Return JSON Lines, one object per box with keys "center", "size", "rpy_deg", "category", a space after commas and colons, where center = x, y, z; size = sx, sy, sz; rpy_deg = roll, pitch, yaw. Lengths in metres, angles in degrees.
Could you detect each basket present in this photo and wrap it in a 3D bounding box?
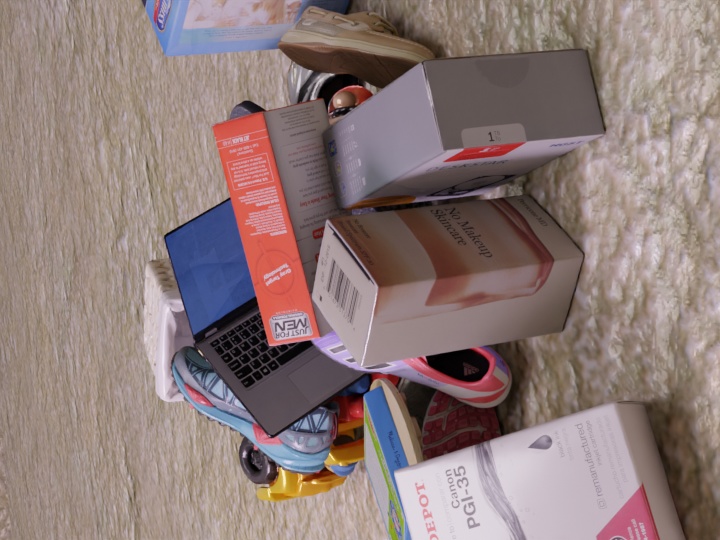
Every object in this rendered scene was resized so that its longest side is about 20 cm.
{"center": [-0.150, 0.059, 1.701], "size": [0.123, 0.200, 0.136], "rpy_deg": [-130, 41, -57], "category": "basket"}

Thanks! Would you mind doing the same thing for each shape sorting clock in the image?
{"center": [0.040, 0.197, 1.340], "size": [0.200, 0.039, 0.200], "rpy_deg": [168, 90, -81], "category": "shape sorting clock"}

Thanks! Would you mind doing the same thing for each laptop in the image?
{"center": [-0.070, 0.024, 1.459], "size": [0.200, 0.187, 0.116], "rpy_deg": [49, 151, 16], "category": "laptop"}

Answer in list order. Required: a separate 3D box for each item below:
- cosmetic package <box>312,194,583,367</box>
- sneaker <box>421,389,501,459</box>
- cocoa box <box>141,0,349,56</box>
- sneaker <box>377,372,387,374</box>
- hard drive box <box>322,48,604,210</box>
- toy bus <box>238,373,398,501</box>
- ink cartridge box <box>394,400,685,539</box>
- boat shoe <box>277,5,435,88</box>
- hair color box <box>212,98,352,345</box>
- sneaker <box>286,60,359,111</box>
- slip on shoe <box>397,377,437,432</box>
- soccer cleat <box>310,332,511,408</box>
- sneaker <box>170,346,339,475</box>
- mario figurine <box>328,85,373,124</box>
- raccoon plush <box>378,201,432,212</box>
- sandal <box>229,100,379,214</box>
{"center": [0.073, 0.005, 1.228], "size": [0.103, 0.200, 0.087], "rpy_deg": [51, 140, 43], "category": "cosmetic package"}
{"center": [0.088, 0.203, 1.388], "size": [0.075, 0.081, 0.200], "rpy_deg": [-163, 70, -73], "category": "sneaker"}
{"center": [-0.120, -0.318, 1.525], "size": [0.131, 0.200, 0.133], "rpy_deg": [65, 149, 30], "category": "cocoa box"}
{"center": [0.000, 0.000, 1.453], "size": [0.200, 0.115, 0.075], "rpy_deg": [52, 141, 0], "category": "sneaker"}
{"center": [0.081, -0.116, 1.229], "size": [0.200, 0.156, 0.077], "rpy_deg": [-27, 73, 63], "category": "hard drive box"}
{"center": [-0.032, 0.155, 1.584], "size": [0.192, 0.136, 0.200], "rpy_deg": [3, 102, 47], "category": "toy bus"}
{"center": [0.144, 0.201, 1.158], "size": [0.200, 0.083, 0.147], "rpy_deg": [-21, 75, 24], "category": "ink cartridge box"}
{"center": [0.003, -0.228, 1.445], "size": [0.200, 0.072, 0.065], "rpy_deg": [17, 73, 45], "category": "boat shoe"}
{"center": [-0.056, -0.044, 1.288], "size": [0.061, 0.101, 0.200], "rpy_deg": [-11, 96, 33], "category": "hair color box"}
{"center": [-0.040, -0.140, 1.556], "size": [0.088, 0.076, 0.200], "rpy_deg": [33, 128, 52], "category": "sneaker"}
{"center": [0.060, 0.136, 1.440], "size": [0.061, 0.074, 0.200], "rpy_deg": [-107, 23, -50], "category": "slip on shoe"}
{"center": [0.042, 0.068, 1.338], "size": [0.073, 0.200, 0.068], "rpy_deg": [65, -133, -68], "category": "soccer cleat"}
{"center": [-0.104, 0.123, 1.520], "size": [0.200, 0.079, 0.096], "rpy_deg": [31, 108, 14], "category": "sneaker"}
{"center": [-0.026, -0.128, 1.422], "size": [0.106, 0.123, 0.200], "rpy_deg": [-64, -2, 35], "category": "mario figurine"}
{"center": [0.081, -0.036, 1.374], "size": [0.097, 0.134, 0.200], "rpy_deg": [106, -179, -66], "category": "raccoon plush"}
{"center": [-0.054, -0.106, 1.530], "size": [0.200, 0.043, 0.076], "rpy_deg": [38, 139, -3], "category": "sandal"}
